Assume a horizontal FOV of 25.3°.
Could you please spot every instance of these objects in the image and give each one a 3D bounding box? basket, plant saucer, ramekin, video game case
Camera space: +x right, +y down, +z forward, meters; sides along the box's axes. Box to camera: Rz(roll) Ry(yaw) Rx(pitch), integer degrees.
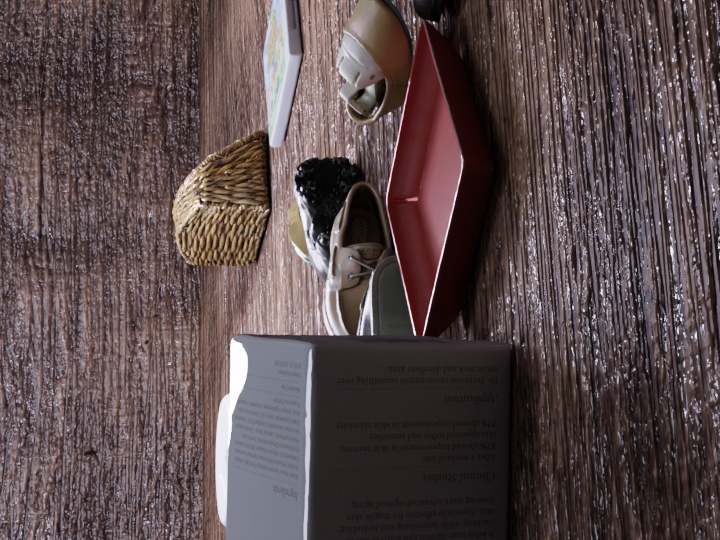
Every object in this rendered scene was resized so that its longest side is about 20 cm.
[{"bbox_3d":[-0.226,-0.114,2.537,0.200,0.142,0.150,113,155,-61],"label":"basket"},{"bbox_3d":[0.066,-0.071,1.325,0.201,0.036,0.200,-100,16,-48],"label":"plant saucer"},{"bbox_3d":[-0.140,0.257,2.170,0.200,0.097,0.202,-179,90,-79],"label":"ramekin"},{"bbox_3d":[-0.114,-0.310,2.299,0.200,0.022,0.183,107,161,-54],"label":"video game case"}]

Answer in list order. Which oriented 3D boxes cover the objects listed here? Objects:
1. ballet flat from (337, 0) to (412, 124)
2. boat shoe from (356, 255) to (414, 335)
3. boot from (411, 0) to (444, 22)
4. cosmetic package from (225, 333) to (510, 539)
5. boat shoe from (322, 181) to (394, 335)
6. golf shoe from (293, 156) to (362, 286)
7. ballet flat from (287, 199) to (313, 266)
[{"bbox_3d":[0.010,-0.178,1.426,0.069,0.063,0.200,47,172,15],"label":"ballet flat"},{"bbox_3d":[0.028,0.090,1.425,0.061,0.071,0.203,134,144,-80],"label":"boat shoe"},{"bbox_3d":[0.005,-0.289,1.410,0.201,0.131,0.070,-101,17,-47],"label":"boot"},{"bbox_3d":[0.002,0.150,1.206,0.166,0.166,0.201,180,92,-64],"label":"cosmetic package"},{"bbox_3d":[0.000,0.000,1.559,0.065,0.071,0.201,103,165,-47],"label":"boat shoe"},{"bbox_3d":[-0.033,-0.047,1.724,0.201,0.077,0.095,-96,7,-53],"label":"golf shoe"},{"bbox_3d":[-0.050,-0.057,1.844,0.200,0.068,0.063,-122,49,-68],"label":"ballet flat"}]
